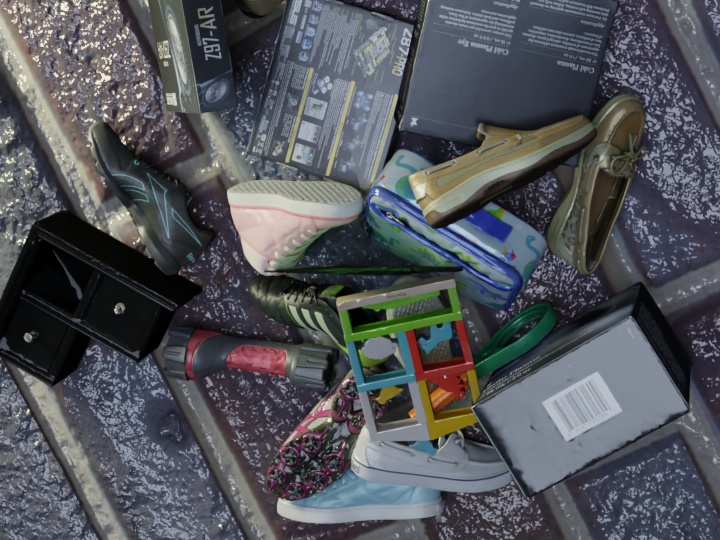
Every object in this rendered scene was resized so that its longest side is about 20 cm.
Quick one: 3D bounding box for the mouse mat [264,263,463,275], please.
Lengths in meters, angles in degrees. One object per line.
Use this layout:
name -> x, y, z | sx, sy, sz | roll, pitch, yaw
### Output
mouse mat -> 0.000, 0.000, 1.573 | 0.161, 0.200, 0.008 | 2, 87, -24

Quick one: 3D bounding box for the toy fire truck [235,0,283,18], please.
toy fire truck -> -0.099, -0.405, 1.567 | 0.200, 0.129, 0.176 | -39, 76, 0

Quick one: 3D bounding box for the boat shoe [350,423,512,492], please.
boat shoe -> 0.090, 0.208, 1.649 | 0.200, 0.074, 0.065 | 3, 116, -22

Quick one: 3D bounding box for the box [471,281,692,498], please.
box -> 0.243, 0.124, 1.566 | 0.200, 0.198, 0.123 | -32, 91, 16

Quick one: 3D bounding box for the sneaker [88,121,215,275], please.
sneaker -> -0.248, -0.095, 1.703 | 0.079, 0.075, 0.200 | -31, 100, 3

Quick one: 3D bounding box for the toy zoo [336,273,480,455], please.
toy zoo -> 0.059, 0.110, 1.569 | 0.131, 0.020, 0.200 | -12, 110, 6

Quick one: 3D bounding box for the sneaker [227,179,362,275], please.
sneaker -> -0.068, -0.044, 1.637 | 0.200, 0.075, 0.105 | 7, 112, 44

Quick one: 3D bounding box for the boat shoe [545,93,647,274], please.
boat shoe -> 0.269, -0.094, 1.572 | 0.063, 0.073, 0.200 | 44, 124, 46

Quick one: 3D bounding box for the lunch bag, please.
lunch bag -> 0.099, -0.043, 1.578 | 0.200, 0.161, 0.082 | 32, 75, 4

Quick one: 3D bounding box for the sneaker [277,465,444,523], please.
sneaker -> -0.002, 0.253, 1.719 | 0.200, 0.074, 0.082 | -4, 93, 4

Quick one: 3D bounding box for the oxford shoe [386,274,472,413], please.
oxford shoe -> 0.070, 0.088, 1.639 | 0.075, 0.058, 0.200 | -32, 122, -14

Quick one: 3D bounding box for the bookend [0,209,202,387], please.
bookend -> -0.329, 0.065, 1.734 | 0.199, 0.092, 0.200 | 30, 107, 5

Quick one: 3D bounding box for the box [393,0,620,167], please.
box -> 0.151, -0.224, 1.541 | 0.200, 0.104, 0.182 | 12, 103, -5

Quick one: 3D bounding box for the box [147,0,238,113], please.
box -> -0.188, -0.255, 1.584 | 0.044, 0.200, 0.160 | -11, 101, -16

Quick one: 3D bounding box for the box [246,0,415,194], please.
box -> -0.026, -0.204, 1.634 | 0.161, 0.049, 0.200 | 18, 104, 10

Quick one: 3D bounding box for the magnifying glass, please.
magnifying glass -> 0.138, 0.105, 1.613 | 0.200, 0.080, 0.022 | -37, 102, 0

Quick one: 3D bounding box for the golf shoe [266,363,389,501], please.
golf shoe -> -0.032, 0.190, 1.695 | 0.073, 0.092, 0.200 | 42, 102, -4

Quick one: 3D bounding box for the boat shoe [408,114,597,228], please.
boat shoe -> 0.144, -0.120, 1.481 | 0.200, 0.072, 0.076 | -27, 79, -8

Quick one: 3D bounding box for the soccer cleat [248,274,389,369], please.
soccer cleat -> -0.044, 0.040, 1.657 | 0.200, 0.068, 0.081 | 26, 138, 25

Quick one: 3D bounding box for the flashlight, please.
flashlight -> -0.132, 0.108, 1.711 | 0.200, 0.068, 0.068 | 8, 87, 14
